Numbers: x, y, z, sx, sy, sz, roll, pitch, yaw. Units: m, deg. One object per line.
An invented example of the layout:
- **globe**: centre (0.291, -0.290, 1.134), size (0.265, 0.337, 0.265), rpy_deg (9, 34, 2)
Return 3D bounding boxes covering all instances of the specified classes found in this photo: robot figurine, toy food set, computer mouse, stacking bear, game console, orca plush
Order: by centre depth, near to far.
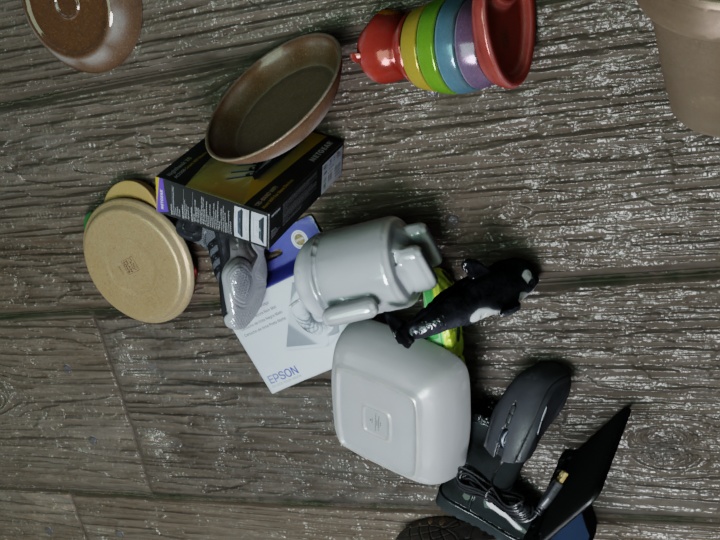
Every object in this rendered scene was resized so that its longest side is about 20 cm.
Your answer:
- **stacking bear**: centre (0.083, -0.255, 1.190), size (0.198, 0.121, 0.115), rpy_deg (3, 108, 36)
- **orca plush**: centre (0.120, 0.018, 1.260), size (0.197, 0.105, 0.072), rpy_deg (-17, 110, -6)
- **computer mouse**: centre (0.204, 0.202, 1.286), size (0.140, 0.201, 0.046), rpy_deg (29, 170, 48)
- **game console**: centre (0.281, 0.295, 1.288), size (0.115, 0.200, 0.178), rpy_deg (-12, 108, 31)
- **robot figurine**: centre (0.000, 0.000, 1.316), size (0.198, 0.171, 0.114), rpy_deg (-12, 126, 26)
- **toy food set**: centre (-0.322, -0.017, 1.537), size (0.200, 0.049, 0.198), rpy_deg (48, 125, -1)

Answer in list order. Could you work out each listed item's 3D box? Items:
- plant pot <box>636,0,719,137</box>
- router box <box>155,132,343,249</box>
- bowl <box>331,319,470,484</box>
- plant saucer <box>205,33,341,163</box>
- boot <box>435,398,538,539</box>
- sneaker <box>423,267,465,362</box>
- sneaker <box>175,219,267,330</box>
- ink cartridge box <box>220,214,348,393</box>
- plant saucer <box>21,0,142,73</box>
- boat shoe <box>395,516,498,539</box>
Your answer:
- **plant pot**: centre (0.362, -0.232, 1.027), size (0.198, 0.201, 0.176), rpy_deg (10, 137, 22)
- **router box**: centre (-0.132, -0.116, 1.301), size (0.155, 0.200, 0.053), rpy_deg (17, 127, 17)
- **bowl**: centre (0.040, 0.179, 1.367), size (0.198, 0.074, 0.202), rpy_deg (21, 127, 32)
- **plant saucer**: centre (-0.096, -0.196, 1.258), size (0.198, 0.202, 0.037), rpy_deg (-16, 134, 31)
- **boot**: centre (0.199, 0.269, 1.401), size (0.196, 0.073, 0.164), rpy_deg (22, 114, 12)
- **sneaker**: centre (0.091, 0.094, 1.366), size (0.082, 0.074, 0.203), rpy_deg (5, 116, 20)
- **sneaker**: centre (-0.189, -0.024, 1.436), size (0.113, 0.075, 0.203), rpy_deg (3, 92, 33)
- **ink cartridge box**: centre (-0.096, 0.052, 1.460), size (0.198, 0.041, 0.201), rpy_deg (-25, 100, 33)
- **plant saucer**: centre (-0.383, -0.359, 1.413), size (0.198, 0.037, 0.203), rpy_deg (11, 117, 22)
- **boat shoe**: centre (0.139, 0.394, 1.485), size (0.198, 0.076, 0.073), rpy_deg (-8, 112, 31)
